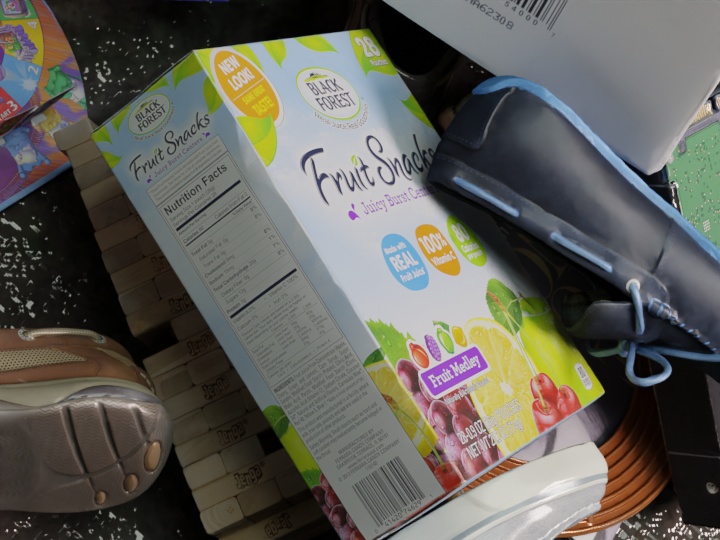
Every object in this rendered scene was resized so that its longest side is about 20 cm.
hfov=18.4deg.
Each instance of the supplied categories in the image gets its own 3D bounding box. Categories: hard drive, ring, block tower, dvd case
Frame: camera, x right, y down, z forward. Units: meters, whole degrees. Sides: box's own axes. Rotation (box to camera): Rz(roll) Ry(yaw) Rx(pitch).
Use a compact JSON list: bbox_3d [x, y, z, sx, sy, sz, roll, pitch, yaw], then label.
[{"bbox_3d":[0.187,0.006,1.071,0.140,0.038,0.200,-29,113,-43],"label":"hard drive"},{"bbox_3d":[0.080,0.028,1.053,0.200,0.019,0.201,12,63,-23],"label":"ring"},{"bbox_3d":[-0.067,0.023,0.952,0.058,0.054,0.200,-25,74,4],"label":"block tower"},{"bbox_3d":[0.069,0.025,1.070,0.200,0.016,0.149,41,54,-7],"label":"dvd case"}]

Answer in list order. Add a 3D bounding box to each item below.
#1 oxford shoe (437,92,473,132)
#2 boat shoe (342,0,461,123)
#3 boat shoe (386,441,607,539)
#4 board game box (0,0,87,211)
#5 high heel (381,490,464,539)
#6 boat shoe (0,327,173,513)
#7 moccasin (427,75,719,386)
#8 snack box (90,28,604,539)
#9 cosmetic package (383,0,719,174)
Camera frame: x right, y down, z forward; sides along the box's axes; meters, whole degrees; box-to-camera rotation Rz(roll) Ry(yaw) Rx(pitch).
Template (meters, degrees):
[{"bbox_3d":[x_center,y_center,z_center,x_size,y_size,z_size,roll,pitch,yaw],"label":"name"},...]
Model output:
[{"bbox_3d":[0.116,-0.076,1.077,0.200,0.074,0.071,-2,44,-50],"label":"oxford shoe"},{"bbox_3d":[0.033,-0.135,1.079,0.074,0.073,0.200,25,49,-16],"label":"boat shoe"},{"bbox_3d":[0.026,0.142,0.888,0.201,0.070,0.072,-30,80,-18],"label":"boat shoe"},{"bbox_3d":[-0.207,-0.088,0.953,0.200,0.039,0.158,-36,88,-36],"label":"board game box"},{"bbox_3d":[-0.015,0.157,0.926,0.142,0.071,0.200,7,72,-31],"label":"high heel"},{"bbox_3d":[-0.178,0.058,0.891,0.200,0.076,0.072,3,36,-19],"label":"boat shoe"},{"bbox_3d":[0.110,0.002,0.966,0.200,0.080,0.068,42,81,-4],"label":"moccasin"},{"bbox_3d":[0.000,0.000,0.930,0.200,0.068,0.169,56,25,6],"label":"snack box"},{"bbox_3d":[0.109,-0.186,0.998,0.199,0.123,0.200,34,44,4],"label":"cosmetic package"}]
